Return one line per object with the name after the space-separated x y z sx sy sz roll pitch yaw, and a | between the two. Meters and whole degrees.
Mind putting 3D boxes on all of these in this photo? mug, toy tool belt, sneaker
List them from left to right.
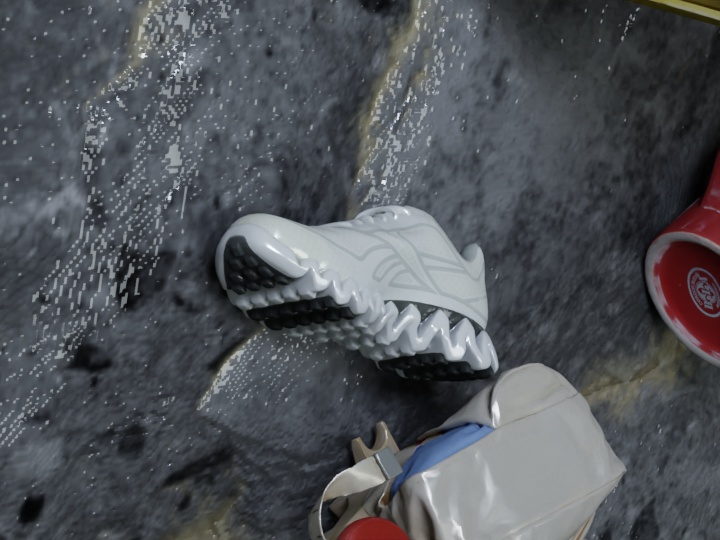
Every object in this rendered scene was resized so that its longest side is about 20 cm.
0.000 0.000 1.017 0.200 0.075 0.081 24 68 -48 | sneaker
0.042 0.138 1.076 0.200 0.123 0.125 -27 86 -33 | toy tool belt
0.278 -0.048 1.282 0.200 0.133 0.178 -37 94 -27 | mug

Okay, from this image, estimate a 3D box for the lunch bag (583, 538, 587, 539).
0.120 0.245 1.174 0.139 0.168 0.200 -50 137 -22 | lunch bag

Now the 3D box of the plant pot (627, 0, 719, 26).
0.198 -0.222 1.051 0.176 0.200 0.200 18 92 -61 | plant pot
